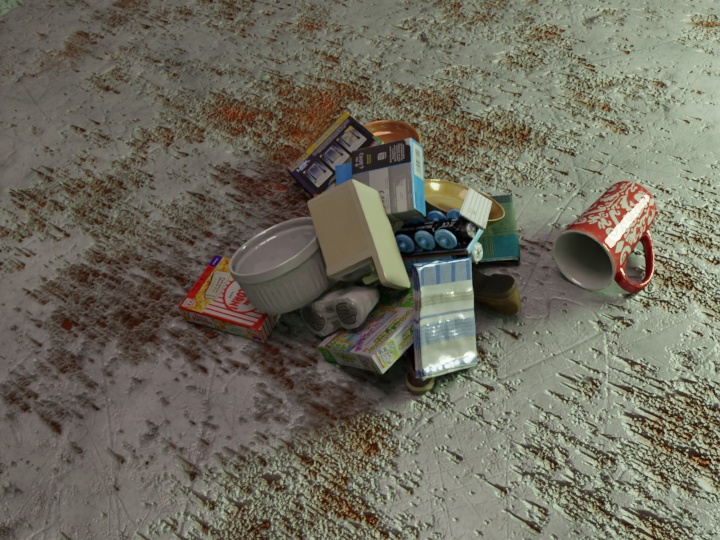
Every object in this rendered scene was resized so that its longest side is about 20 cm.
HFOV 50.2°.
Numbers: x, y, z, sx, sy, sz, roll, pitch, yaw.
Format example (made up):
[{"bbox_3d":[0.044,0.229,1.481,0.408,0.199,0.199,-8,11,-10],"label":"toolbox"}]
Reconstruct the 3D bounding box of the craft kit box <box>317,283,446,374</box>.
[{"bbox_3d":[0.043,0.100,1.414,0.200,0.049,0.196,-43,24,-25],"label":"craft kit box"}]

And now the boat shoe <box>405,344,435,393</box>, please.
[{"bbox_3d":[0.116,0.125,1.418,0.071,0.073,0.202,3,49,15],"label":"boat shoe"}]

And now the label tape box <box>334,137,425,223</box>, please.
[{"bbox_3d":[0.027,-0.167,1.526,0.197,0.066,0.146,-8,77,24],"label":"label tape box"}]

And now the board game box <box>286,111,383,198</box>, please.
[{"bbox_3d":[-0.052,-0.249,1.773,0.200,0.057,0.165,-44,49,0],"label":"board game box"}]

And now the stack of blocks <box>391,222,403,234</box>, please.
[{"bbox_3d":[0.034,-0.110,1.663,0.113,0.059,0.202,8,50,19],"label":"stack of blocks"}]

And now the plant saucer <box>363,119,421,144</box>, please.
[{"bbox_3d":[0.049,-0.285,1.837,0.196,0.038,0.203,-7,47,7],"label":"plant saucer"}]

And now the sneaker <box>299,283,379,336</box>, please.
[{"bbox_3d":[-0.036,0.069,1.463,0.198,0.079,0.099,-5,20,47],"label":"sneaker"}]

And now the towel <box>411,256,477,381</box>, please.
[{"bbox_3d":[0.150,0.083,1.354,0.145,0.204,0.024,-6,6,-36],"label":"towel"}]

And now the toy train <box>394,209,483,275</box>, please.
[{"bbox_3d":[0.155,-0.052,1.509,0.198,0.115,0.087,-4,41,45],"label":"toy train"}]

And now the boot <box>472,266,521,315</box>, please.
[{"bbox_3d":[0.224,0.043,1.483,0.198,0.076,0.074,16,57,48],"label":"boot"}]

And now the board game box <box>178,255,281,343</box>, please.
[{"bbox_3d":[-0.250,0.055,1.581,0.197,0.047,0.153,12,51,22],"label":"board game box"}]

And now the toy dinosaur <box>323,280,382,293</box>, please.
[{"bbox_3d":[0.000,0.000,1.539,0.100,0.058,0.201,30,70,18],"label":"toy dinosaur"}]

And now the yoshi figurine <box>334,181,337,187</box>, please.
[{"bbox_3d":[0.051,-0.183,1.637,0.197,0.112,0.114,-26,86,6],"label":"yoshi figurine"}]

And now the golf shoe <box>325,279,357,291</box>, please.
[{"bbox_3d":[-0.074,-0.026,1.587,0.077,0.095,0.200,-28,50,-16],"label":"golf shoe"}]

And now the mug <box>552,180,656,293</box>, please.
[{"bbox_3d":[0.490,-0.058,1.494,0.200,0.179,0.133,-42,16,-30],"label":"mug"}]

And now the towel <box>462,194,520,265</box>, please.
[{"bbox_3d":[0.257,-0.084,1.617,0.144,0.022,0.202,-3,45,8],"label":"towel"}]

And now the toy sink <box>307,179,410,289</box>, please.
[{"bbox_3d":[-0.005,-0.045,1.419,0.111,0.130,0.203,-24,77,20],"label":"toy sink"}]

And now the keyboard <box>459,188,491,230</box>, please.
[{"bbox_3d":[0.228,-0.124,1.508,0.056,0.011,0.200,37,23,-1],"label":"keyboard"}]

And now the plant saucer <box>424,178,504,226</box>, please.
[{"bbox_3d":[0.200,-0.133,1.593,0.196,0.036,0.201,13,25,-6],"label":"plant saucer"}]

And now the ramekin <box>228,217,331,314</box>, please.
[{"bbox_3d":[-0.144,-0.005,1.474,0.197,0.106,0.201,-20,25,10],"label":"ramekin"}]
